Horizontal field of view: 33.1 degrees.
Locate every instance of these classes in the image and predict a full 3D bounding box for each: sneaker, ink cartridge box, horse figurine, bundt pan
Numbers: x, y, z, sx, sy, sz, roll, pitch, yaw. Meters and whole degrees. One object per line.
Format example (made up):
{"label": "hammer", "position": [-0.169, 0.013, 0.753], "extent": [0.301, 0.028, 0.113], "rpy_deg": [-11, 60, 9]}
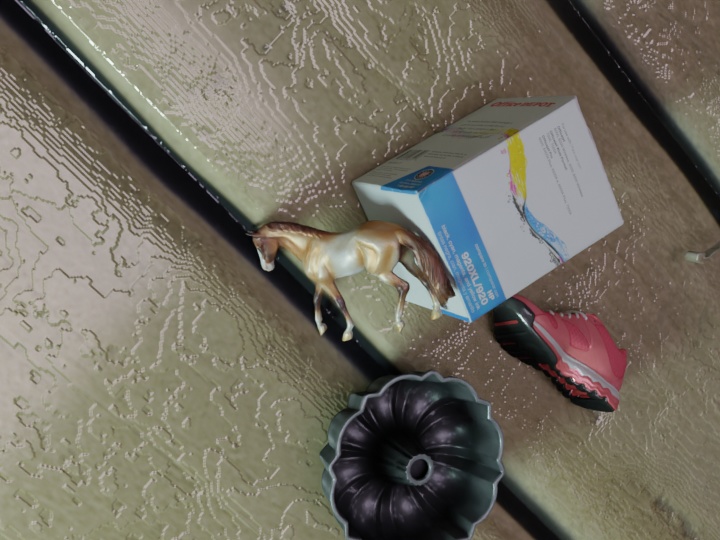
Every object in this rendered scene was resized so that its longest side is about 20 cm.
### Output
{"label": "sneaker", "position": [0.220, 0.073, 1.329], "extent": [0.200, 0.074, 0.087], "rpy_deg": [40, 66, -28]}
{"label": "ink cartridge box", "position": [0.128, -0.068, 1.213], "extent": [0.200, 0.147, 0.145], "rpy_deg": [-31, 109, -18]}
{"label": "horse figurine", "position": [0.000, 0.000, 1.166], "extent": [0.050, 0.200, 0.133], "rpy_deg": [-45, 121, -54]}
{"label": "bundt pan", "position": [0.044, 0.195, 1.247], "extent": [0.201, 0.076, 0.203], "rpy_deg": [-4, 99, -25]}

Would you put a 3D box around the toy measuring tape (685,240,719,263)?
{"label": "toy measuring tape", "position": [0.446, -0.083, 1.404], "extent": [0.200, 0.074, 0.074], "rpy_deg": [-31, 108, -19]}
